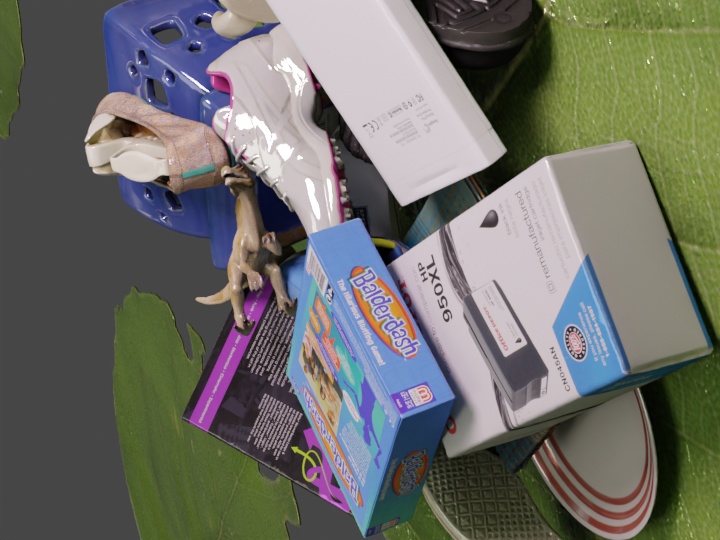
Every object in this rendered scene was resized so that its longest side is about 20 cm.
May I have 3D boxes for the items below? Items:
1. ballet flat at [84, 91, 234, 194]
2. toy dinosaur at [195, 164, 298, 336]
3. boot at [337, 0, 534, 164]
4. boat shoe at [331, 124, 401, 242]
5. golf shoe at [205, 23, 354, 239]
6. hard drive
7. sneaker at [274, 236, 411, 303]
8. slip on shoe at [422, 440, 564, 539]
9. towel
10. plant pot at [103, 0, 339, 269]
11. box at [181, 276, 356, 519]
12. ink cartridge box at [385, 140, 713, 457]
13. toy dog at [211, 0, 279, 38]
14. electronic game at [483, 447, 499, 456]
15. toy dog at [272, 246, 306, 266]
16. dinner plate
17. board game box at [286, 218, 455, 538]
[{"bbox_3d":[-0.180,-0.100,1.288,0.199,0.067,0.069,14,125,52],"label":"ballet flat"},{"bbox_3d":[-0.087,-0.004,1.277,0.201,0.058,0.102,106,148,-54],"label":"toy dinosaur"},{"bbox_3d":[0.051,-0.142,1.160,0.210,0.079,0.159,24,142,44],"label":"boot"},{"bbox_3d":[0.000,-0.034,1.335,0.066,0.071,0.202,-80,-16,-57],"label":"boat shoe"},{"bbox_3d":[-0.059,-0.088,1.210,0.075,0.091,0.202,77,178,-65],"label":"golf shoe"},{"bbox_3d":[0.008,-0.146,1.106,0.201,0.027,0.132,56,154,-7],"label":"hard drive"},{"bbox_3d":[0.000,0.000,1.241,0.199,0.066,0.079,15,128,49],"label":"sneaker"},{"bbox_3d":[0.119,0.212,1.259,0.200,0.074,0.061,43,158,13],"label":"slip on shoe"},{"bbox_3d":[0.095,0.032,1.196,0.201,0.022,0.147,61,148,23],"label":"towel"},{"bbox_3d":[-0.088,-0.131,1.376,0.180,0.199,0.201,41,144,40],"label":"plant pot"},{"bbox_3d":[-0.038,0.098,1.306,0.199,0.036,0.144,25,89,33],"label":"box"},{"bbox_3d":[0.116,0.024,1.062,0.200,0.084,0.146,-35,71,53],"label":"ink cartridge box"},{"bbox_3d":[-0.066,-0.296,1.255,0.201,0.138,0.195,-100,23,-43],"label":"toy dog"},{"bbox_3d":[0.073,0.073,1.340,0.200,0.041,0.202,169,90,-74],"label":"electronic game"},{"bbox_3d":[-0.025,0.019,1.449,0.132,0.096,0.200,51,-176,7],"label":"toy dog"},{"bbox_3d":[0.161,0.096,1.168,0.200,0.024,0.202,52,153,41],"label":"dinner plate"},{"bbox_3d":[0.002,0.082,1.158,0.153,0.045,0.201,62,159,25],"label":"board game box"}]
